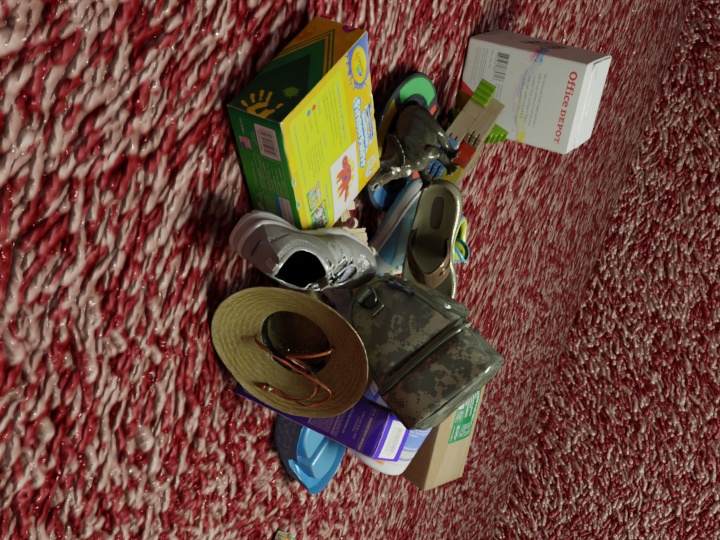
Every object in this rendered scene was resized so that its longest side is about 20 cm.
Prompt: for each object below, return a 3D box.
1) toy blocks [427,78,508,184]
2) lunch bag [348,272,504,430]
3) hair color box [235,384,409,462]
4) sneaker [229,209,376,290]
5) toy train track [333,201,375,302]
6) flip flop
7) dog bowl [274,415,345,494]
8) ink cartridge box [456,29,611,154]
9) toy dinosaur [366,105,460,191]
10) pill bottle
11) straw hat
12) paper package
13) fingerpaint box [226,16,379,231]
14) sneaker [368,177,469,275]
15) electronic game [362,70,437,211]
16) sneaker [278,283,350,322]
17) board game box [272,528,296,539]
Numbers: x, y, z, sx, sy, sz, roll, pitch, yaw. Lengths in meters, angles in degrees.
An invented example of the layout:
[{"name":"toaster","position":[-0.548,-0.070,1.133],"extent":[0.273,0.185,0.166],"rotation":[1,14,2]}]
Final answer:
[{"name":"toy blocks","position":[0.147,-0.180,1.329],"extent":[0.137,0.100,0.200],"rotation":[-54,174,-23]},{"name":"lunch bag","position":[0.072,0.089,1.042],"extent":[0.139,0.168,0.200],"rotation":[-43,167,6]},{"name":"hair color box","position":[-0.043,0.171,1.087],"extent":[0.065,0.199,0.109],"rotation":[-68,157,-6]},{"name":"sneaker","position":[-0.050,-0.001,0.933],"extent":[0.199,0.082,0.075],"rotation":[10,122,-47]},{"name":"toy train track","position":[0.000,0.000,1.112],"extent":[0.115,0.032,0.201],"rotation":[-13,94,-61]},{"name":"flip flop","position":[0.095,-0.022,1.167],"extent":[0.058,0.081,0.201],"rotation":[-40,141,-66]},{"name":"dog bowl","position":[-0.073,0.248,1.274],"extent":[0.112,0.049,0.200],"rotation":[-55,152,-30]},{"name":"ink cartridge box","position":[0.279,-0.292,1.399],"extent":[0.144,0.199,0.146],"rotation":[-31,136,-54]},{"name":"toy dinosaur","position":[0.079,-0.174,1.135],"extent":[0.102,0.077,0.200],"rotation":[44,53,-22]},{"name":"pill bottle","position":[0.067,0.190,1.276],"extent":[0.201,0.112,0.112],"rotation":[-58,158,12]},{"name":"straw hat","position":[-0.070,0.071,1.003],"extent":[0.085,0.200,0.202],"rotation":[-65,161,-48]},{"name":"paper package","position":[0.092,0.227,1.422],"extent":[0.103,0.190,0.201],"rotation":[-12,120,-45]},{"name":"fingerpaint box","position":[-0.056,-0.147,0.962],"extent":[0.167,0.073,0.200],"rotation":[-53,153,-30]},{"name":"sneaker","position":[0.078,-0.017,1.244],"extent":[0.201,0.130,0.079],"rotation":[-61,168,25]},{"name":"electronic game","position":[0.057,-0.179,1.214],"extent":[0.200,0.041,0.201],"rotation":[-46,147,-42]},{"name":"sneaker","position":[-0.043,0.031,1.142],"extent":[0.115,0.075,0.200],"rotation":[-67,151,-29]},{"name":"board game box","position":[-0.122,0.492,1.402],"extent":[0.105,0.023,0.200],"rotation":[-62,155,-21]}]
